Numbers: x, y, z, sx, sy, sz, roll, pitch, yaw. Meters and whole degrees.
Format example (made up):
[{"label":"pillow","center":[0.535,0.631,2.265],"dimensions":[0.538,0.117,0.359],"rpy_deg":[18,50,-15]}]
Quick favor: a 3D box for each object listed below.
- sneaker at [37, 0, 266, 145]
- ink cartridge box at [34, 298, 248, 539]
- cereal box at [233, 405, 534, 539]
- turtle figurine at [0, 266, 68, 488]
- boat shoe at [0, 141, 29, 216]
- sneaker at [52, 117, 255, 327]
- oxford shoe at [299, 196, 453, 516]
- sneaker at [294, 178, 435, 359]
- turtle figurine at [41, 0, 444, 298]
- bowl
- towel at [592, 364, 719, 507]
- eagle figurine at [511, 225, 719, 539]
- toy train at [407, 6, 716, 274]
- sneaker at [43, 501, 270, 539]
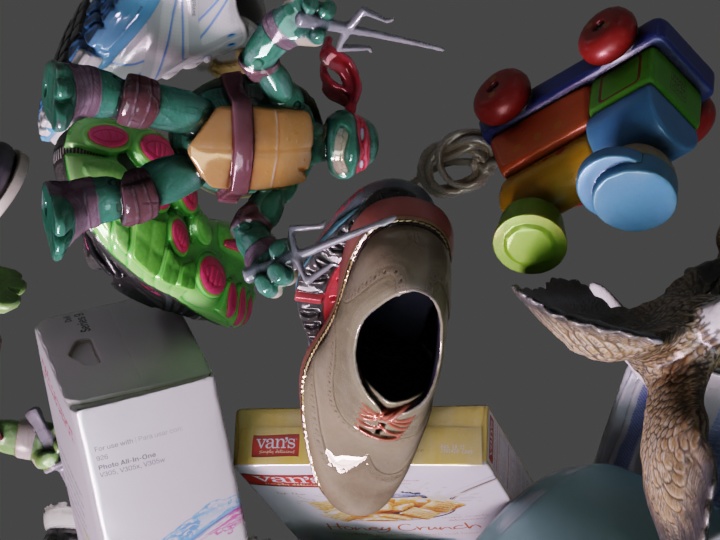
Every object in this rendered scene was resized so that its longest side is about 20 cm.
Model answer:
[{"label":"sneaker","center":[-0.098,-0.123,1.515],"dimensions":[0.087,0.075,0.200],"rpy_deg":[24,132,-20]},{"label":"ink cartridge box","center":[-0.116,0.131,1.648],"dimensions":[0.087,0.145,0.200],"rpy_deg":[-15,111,-9]},{"label":"cereal box","center":[0.021,0.123,1.677],"dimensions":[0.144,0.040,0.200],"rpy_deg":[-2,160,14]},{"label":"turtle figurine","center":[-0.219,0.107,1.699],"dimensions":[0.144,0.200,0.194],"rpy_deg":[-13,133,-24]},{"label":"boat shoe","center":[-0.271,-0.032,1.628],"dimensions":[0.200,0.073,0.063],"rpy_deg":[-22,128,33]},{"label":"sneaker","center":[-0.121,-0.019,1.578],"dimensions":[0.084,0.077,0.200],"rpy_deg":[4,157,23]},{"label":"oxford shoe","center":[0.006,0.060,1.506],"dimensions":[0.070,0.075,0.200],"rpy_deg":[4,129,-4]},{"label":"sneaker","center":[0.000,0.000,1.583],"dimensions":[0.079,0.096,0.200],"rpy_deg":[4,146,-7]},{"label":"turtle figurine","center":[-0.058,-0.061,1.473],"dimensions":[0.200,0.101,0.150],"rpy_deg":[-3,91,-14]},{"label":"bowl","center":[0.122,0.188,1.662],"dimensions":[0.105,0.201,0.201],"rpy_deg":[42,137,23]},{"label":"towel","center":[0.235,0.112,1.696],"dimensions":[0.200,0.024,0.147],"rpy_deg":[14,133,-2]},{"label":"eagle figurine","center":[0.160,0.047,1.527],"dimensions":[0.152,0.200,0.151],"rpy_deg":[27,131,21]},{"label":"toy train","center":[0.088,-0.042,1.521],"dimensions":[0.200,0.116,0.085],"rpy_deg":[-29,121,31]},{"label":"sneaker","center":[-0.105,0.210,1.784],"dimensions":[0.200,0.100,0.070],"rpy_deg":[11,160,6]}]
